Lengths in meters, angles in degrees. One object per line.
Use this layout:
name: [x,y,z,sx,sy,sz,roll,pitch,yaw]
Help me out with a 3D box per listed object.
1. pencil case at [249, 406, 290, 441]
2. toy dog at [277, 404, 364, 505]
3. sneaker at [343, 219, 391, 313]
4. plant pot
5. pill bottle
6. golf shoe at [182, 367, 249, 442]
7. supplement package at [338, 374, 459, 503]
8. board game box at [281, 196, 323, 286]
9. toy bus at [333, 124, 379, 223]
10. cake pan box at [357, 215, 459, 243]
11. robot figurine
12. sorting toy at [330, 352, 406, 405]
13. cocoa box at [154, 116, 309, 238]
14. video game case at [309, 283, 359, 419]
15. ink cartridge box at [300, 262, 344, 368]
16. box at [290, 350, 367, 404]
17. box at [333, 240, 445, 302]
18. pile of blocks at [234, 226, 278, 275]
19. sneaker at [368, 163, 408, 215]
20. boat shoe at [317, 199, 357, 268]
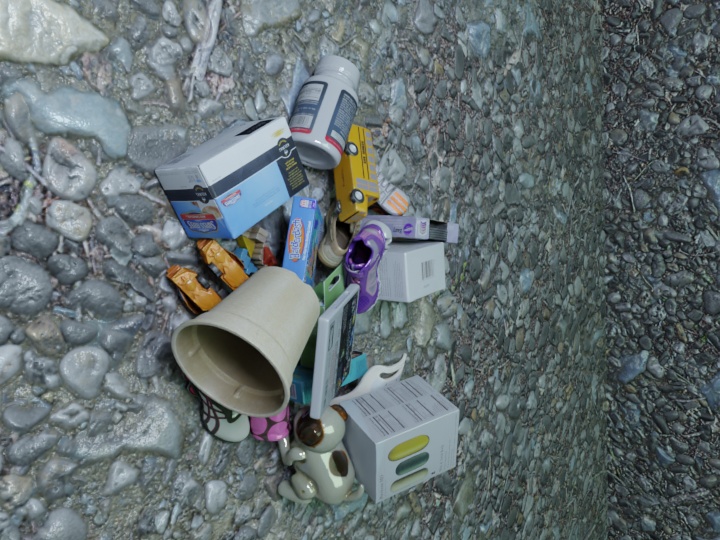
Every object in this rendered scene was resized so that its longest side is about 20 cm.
pencil case: [-0.175,0.217,1.088,0.091,0.094,0.200,-2,98,-10]
toy dog: [-0.083,0.359,1.128,0.139,0.194,0.200,-20,118,-38]
sneaker: [0.000,0.000,1.144,0.088,0.080,0.200,-34,140,-60]
plant pot: [-0.162,0.098,0.911,0.184,0.200,0.201,-58,134,-46]
pill bottle: [-0.070,-0.315,1.130,0.120,0.119,0.200,33,69,-46]
golf shoe: [-0.240,0.238,1.006,0.077,0.088,0.200,-48,129,-38]
supplement package: [0.078,0.342,1.179,0.200,0.151,0.152,-13,116,-27]
board game box: [-0.108,-0.044,1.081,0.200,0.045,0.152,90,8,-84]
toy bus: [-0.011,-0.196,1.168,0.078,0.065,0.200,8,66,-37]
cake pan box: [0.101,-0.094,1.293,0.184,0.200,0.052,0,94,-52]
robot figurine: [-0.236,0.042,1.000,0.145,0.058,0.200,-46,128,-15]
sorting toy: [0.038,0.267,1.275,0.200,0.107,0.180,-12,132,-49]
cocoa box: [-0.210,-0.157,0.966,0.200,0.133,0.131,-44,125,-38]
video game case: [-0.047,0.146,1.066,0.182,0.023,0.200,-46,144,-65]
ink cartridge box: [-0.077,0.089,1.160,0.104,0.059,0.200,-46,141,-59]
box: [-0.078,0.219,1.199,0.200,0.082,0.049,-16,105,-49]
box: [0.063,-0.003,1.255,0.152,0.200,0.106,-16,105,-48]
pile of blocks: [-0.184,0.003,1.069,0.082,0.062,0.200,-44,125,-38]
sneaker: [0.017,-0.189,1.287,0.078,0.112,0.200,-43,94,-11]
boat shoe: [-0.033,-0.092,1.192,0.071,0.065,0.200,30,44,-20]
